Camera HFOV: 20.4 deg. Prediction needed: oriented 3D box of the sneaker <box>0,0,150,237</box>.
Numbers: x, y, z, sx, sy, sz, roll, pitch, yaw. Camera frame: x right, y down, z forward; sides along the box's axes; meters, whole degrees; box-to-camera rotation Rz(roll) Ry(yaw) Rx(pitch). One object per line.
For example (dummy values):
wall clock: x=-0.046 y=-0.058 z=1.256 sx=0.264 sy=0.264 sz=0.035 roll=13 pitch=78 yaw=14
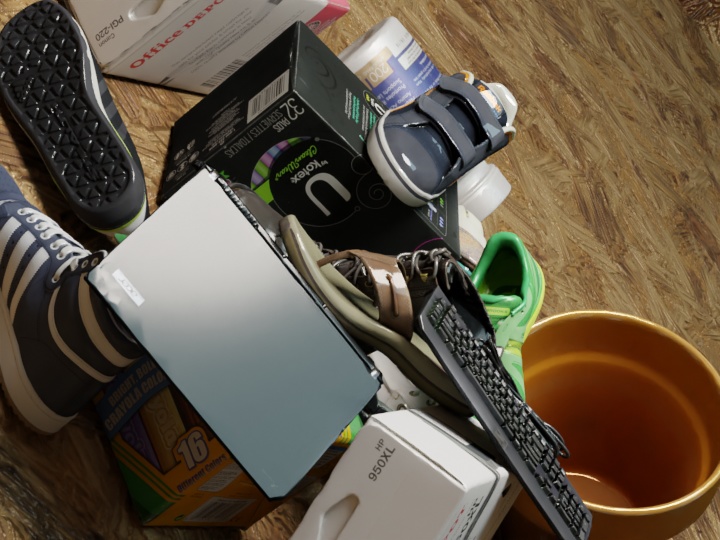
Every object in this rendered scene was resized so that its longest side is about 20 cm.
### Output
sneaker: x=-0.206 y=-0.100 z=1.447 sx=0.083 sy=0.071 sz=0.201 roll=61 pitch=5 yaw=-68

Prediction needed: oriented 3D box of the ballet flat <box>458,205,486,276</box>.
ballet flat: x=0.065 y=-0.024 z=1.699 sx=0.068 sy=0.067 sz=0.200 roll=48 pitch=-17 yaw=-21

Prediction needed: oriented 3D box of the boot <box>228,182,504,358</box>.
boot: x=0.000 y=0.000 z=1.475 sx=0.200 sy=0.173 sz=0.070 roll=48 pitch=53 yaw=-32

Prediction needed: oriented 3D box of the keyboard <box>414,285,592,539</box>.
keyboard: x=0.104 y=0.097 z=1.394 sx=0.201 sy=0.021 sz=0.127 roll=57 pitch=15 yaw=-8

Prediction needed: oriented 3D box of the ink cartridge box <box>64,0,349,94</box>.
ink cartridge box: x=-0.124 y=-0.220 z=1.633 sx=0.200 sy=0.145 sz=0.085 roll=2 pitch=58 yaw=-63

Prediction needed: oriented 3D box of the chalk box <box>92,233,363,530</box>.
chalk box: x=-0.104 y=0.055 z=1.334 sx=0.124 sy=0.124 sz=0.201 roll=14 pitch=46 yaw=-57

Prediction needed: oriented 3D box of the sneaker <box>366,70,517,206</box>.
sneaker: x=0.068 y=-0.111 z=1.567 sx=0.079 sy=0.079 sz=0.200 roll=54 pitch=23 yaw=-2

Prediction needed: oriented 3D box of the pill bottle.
pill bottle: x=0.050 y=-0.130 z=1.891 sx=0.200 sy=0.111 sz=0.111 roll=50 pitch=24 yaw=-10

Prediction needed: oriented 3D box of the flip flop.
flip flop: x=0.020 y=0.025 z=1.398 sx=0.200 sy=0.058 sz=0.081 roll=41 pitch=10 yaw=-12

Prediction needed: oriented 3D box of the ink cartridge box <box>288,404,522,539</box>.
ink cartridge box: x=0.029 y=0.174 z=1.347 sx=0.084 sy=0.145 sz=0.200 roll=34 pitch=9 yaw=16

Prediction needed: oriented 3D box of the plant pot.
plant pot: x=0.188 y=0.167 z=1.628 sx=0.198 sy=0.184 sz=0.201 roll=4 pitch=48 yaw=-4

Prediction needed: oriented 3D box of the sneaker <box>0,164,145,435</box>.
sneaker: x=-0.191 y=-0.007 z=1.269 sx=0.070 sy=0.108 sz=0.201 roll=22 pitch=40 yaw=-52

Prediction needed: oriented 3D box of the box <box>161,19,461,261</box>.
box: x=-0.036 y=-0.065 z=1.591 sx=0.200 sy=0.148 sz=0.125 roll=44 pitch=24 yaw=-24

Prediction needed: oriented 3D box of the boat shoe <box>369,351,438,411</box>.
boat shoe: x=0.054 y=0.126 z=1.608 sx=0.071 sy=0.069 sz=0.201 roll=0 pitch=58 yaw=-61

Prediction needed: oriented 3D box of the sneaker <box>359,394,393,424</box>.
sneaker: x=-0.013 y=0.114 z=1.521 sx=0.200 sy=0.078 sz=0.080 roll=46 pitch=-3 yaw=-12

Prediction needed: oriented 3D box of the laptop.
laptop: x=-0.079 y=0.031 z=1.248 sx=0.178 sy=0.103 sz=0.200 roll=51 pitch=-3 yaw=-9

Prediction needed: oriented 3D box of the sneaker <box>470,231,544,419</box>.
sneaker: x=0.095 y=0.058 z=1.532 sx=0.084 sy=0.073 sz=0.201 roll=66 pitch=28 yaw=-51
